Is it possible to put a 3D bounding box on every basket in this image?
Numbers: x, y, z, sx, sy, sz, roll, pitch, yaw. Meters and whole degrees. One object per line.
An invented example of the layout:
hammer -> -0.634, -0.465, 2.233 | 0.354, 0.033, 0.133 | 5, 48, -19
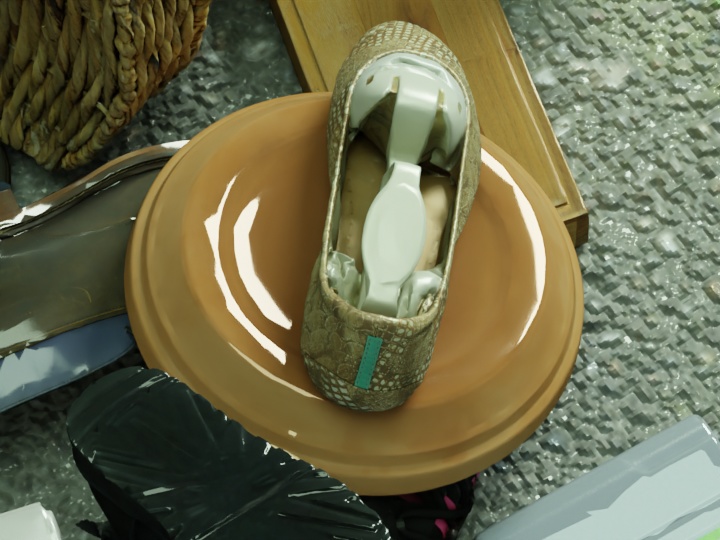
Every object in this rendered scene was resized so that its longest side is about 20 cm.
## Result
basket -> -0.117, -0.159, 1.249 | 0.142, 0.200, 0.149 | 34, 59, 8

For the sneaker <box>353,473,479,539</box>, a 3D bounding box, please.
sneaker -> 0.016, 0.094, 1.199 | 0.083, 0.077, 0.201 | -4, 69, -1

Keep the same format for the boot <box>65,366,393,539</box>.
boot -> -0.039, 0.140, 1.113 | 0.073, 0.163, 0.198 | -36, 49, -21

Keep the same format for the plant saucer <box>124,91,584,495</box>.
plant saucer -> 0.000, 0.000, 1.197 | 0.199, 0.038, 0.201 | 5, 55, -7

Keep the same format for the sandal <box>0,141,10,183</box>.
sandal -> -0.199, 0.014, 1.258 | 0.081, 0.055, 0.201 | 7, 66, 7

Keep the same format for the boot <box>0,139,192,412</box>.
boot -> -0.114, 0.002, 1.250 | 0.199, 0.075, 0.097 | -16, 87, -28

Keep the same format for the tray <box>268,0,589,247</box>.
tray -> 0.024, -0.089, 1.303 | 0.098, 0.037, 0.201 | -19, 67, -5

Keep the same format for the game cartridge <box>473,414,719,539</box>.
game cartridge -> 0.136, 0.172, 1.178 | 0.133, 0.041, 0.200 | -30, 67, -6

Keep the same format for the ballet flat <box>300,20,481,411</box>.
ballet flat -> 0.018, -0.036, 1.163 | 0.070, 0.065, 0.201 | 10, 55, -7

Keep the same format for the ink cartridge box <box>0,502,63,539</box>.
ink cartridge box -> -0.200, 0.200, 1.157 | 0.199, 0.084, 0.146 | -17, 66, -3
